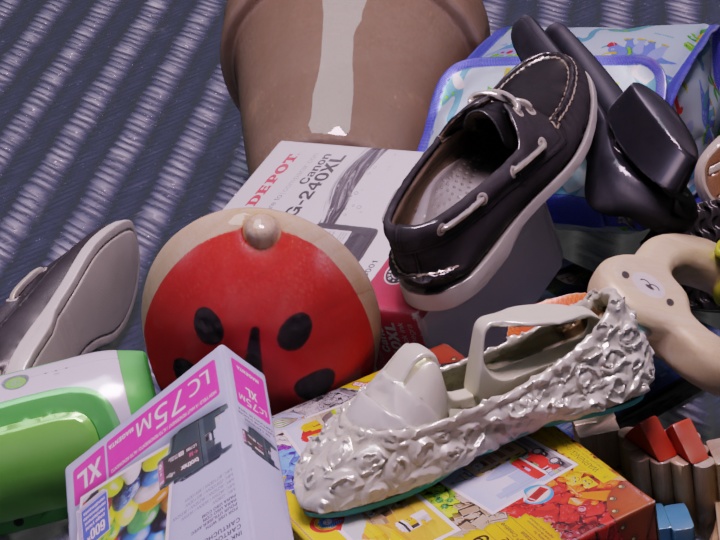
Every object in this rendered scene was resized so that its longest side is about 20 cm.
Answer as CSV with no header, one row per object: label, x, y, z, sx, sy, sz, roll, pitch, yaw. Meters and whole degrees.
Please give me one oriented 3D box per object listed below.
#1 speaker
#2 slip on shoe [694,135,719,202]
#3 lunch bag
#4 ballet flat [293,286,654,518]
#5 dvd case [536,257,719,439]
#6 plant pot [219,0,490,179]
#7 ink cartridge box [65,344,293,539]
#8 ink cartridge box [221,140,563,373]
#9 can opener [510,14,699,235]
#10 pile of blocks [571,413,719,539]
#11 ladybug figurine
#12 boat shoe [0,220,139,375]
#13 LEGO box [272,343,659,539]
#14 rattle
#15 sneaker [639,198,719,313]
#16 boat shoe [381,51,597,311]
speaker,-0.210,0.105,1.110,0.198,0.089,0.089,-14,27,-7
slip on shoe,0.307,-0.082,1.311,0.199,0.077,0.061,-25,0,-17
lunch bag,0.140,-0.086,1.305,0.169,0.128,0.200,3,31,29
ballet flat,0.052,0.056,0.965,0.198,0.072,0.072,-19,29,-16
dvd case,0.114,0.046,1.183,0.142,0.018,0.199,-27,32,-27
plant pot,-0.012,-0.110,1.368,0.198,0.201,0.176,-3,46,13
ink cartridge box,-0.088,0.141,0.954,0.119,0.042,0.201,-38,38,18
ink cartridge box,0.000,0.000,1.195,0.199,0.084,0.146,7,45,36
can opener,0.150,-0.093,1.193,0.063,0.079,0.201,21,25,-35
pile of blocks,0.171,0.112,0.990,0.198,0.063,0.082,7,32,31
ladybug figurine,-0.057,0.044,1.076,0.134,0.201,0.072,3,52,3
boat shoe,-0.199,0.033,1.252,0.060,0.074,0.201,1,37,19
LEGO box,0.036,0.131,0.984,0.148,0.078,0.200,-22,29,-21
rattle,0.193,-0.001,1.057,0.198,0.143,0.131,9,54,-33
sneaker,0.274,-0.015,1.207,0.198,0.071,0.090,-15,-13,23
boat shoe,0.073,-0.066,1.108,0.073,0.061,0.200,11,50,37
